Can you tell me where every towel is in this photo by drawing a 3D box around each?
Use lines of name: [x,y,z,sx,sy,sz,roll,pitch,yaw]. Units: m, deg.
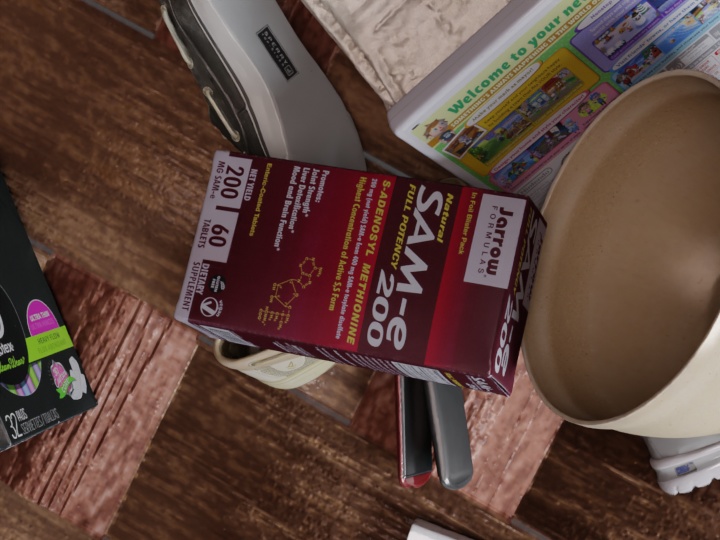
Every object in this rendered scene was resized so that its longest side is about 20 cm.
towel: [0.064,-0.190,0.921,0.200,0.034,0.133,-39,88,11]

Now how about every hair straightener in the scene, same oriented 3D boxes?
hair straightener: [0.059,0.041,1.010,0.076,0.041,0.202,-1,87,40]

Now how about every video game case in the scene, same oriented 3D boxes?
video game case: [0.142,-0.111,0.915,0.200,0.182,0.022,-40,47,21]

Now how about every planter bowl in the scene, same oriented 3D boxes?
planter bowl: [0.199,0.006,0.881,0.134,0.200,0.202,19,100,-26]

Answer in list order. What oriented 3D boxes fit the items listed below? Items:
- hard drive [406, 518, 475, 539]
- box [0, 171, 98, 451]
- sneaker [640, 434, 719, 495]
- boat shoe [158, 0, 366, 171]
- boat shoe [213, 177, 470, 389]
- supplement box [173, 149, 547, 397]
hard drive: [0.108,0.260,1.031,0.198,0.027,0.133,19,98,10]
box: [-0.285,0.030,1.027,0.123,0.148,0.202,-23,90,13]
sneaker: [0.254,0.059,0.959,0.199,0.075,0.082,-31,89,12]
boat shoe: [-0.063,-0.111,1.019,0.063,0.071,0.201,-21,100,44]
boat shoe: [-0.009,0.008,0.991,0.199,0.065,0.073,-35,60,24]
supplement box: [0.000,0.000,0.925,0.198,0.061,0.110,9,79,19]
